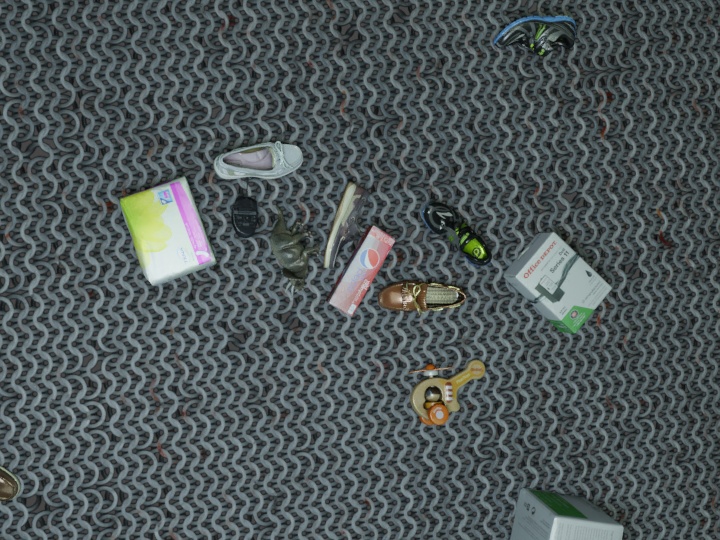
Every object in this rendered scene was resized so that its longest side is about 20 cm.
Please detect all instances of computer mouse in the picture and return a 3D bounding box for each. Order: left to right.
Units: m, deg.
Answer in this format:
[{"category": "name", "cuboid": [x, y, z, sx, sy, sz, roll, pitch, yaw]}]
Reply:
[{"category": "computer mouse", "cuboid": [-0.255, -0.170, 1.588, 0.058, 0.034, 0.201, 4, 84, -22]}]

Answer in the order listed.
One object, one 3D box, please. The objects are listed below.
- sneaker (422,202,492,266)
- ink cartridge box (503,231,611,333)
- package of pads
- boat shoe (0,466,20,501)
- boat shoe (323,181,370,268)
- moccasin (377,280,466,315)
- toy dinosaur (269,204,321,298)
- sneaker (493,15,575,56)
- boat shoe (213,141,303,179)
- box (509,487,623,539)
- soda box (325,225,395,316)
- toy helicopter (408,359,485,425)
[{"category": "sneaker", "cuboid": [0.227, -0.086, 1.637, 0.199, 0.083, 0.071, 42, 85, -7]}, {"category": "ink cartridge box", "cuboid": [0.457, 0.026, 1.676, 0.200, 0.083, 0.147, 42, 84, -7]}, {"category": "package of pads", "cuboid": [-0.414, -0.082, 1.542, 0.154, 0.068, 0.201, -21, 94, -8]}, {"category": "boat shoe", "cuboid": [-0.811, 0.430, 1.486, 0.202, 0.075, 0.075, 25, 87, -9]}, {"category": "boat shoe", "cuboid": [-0.031, -0.096, 1.603, 0.065, 0.072, 0.201, 18, 83, -4]}, {"category": "moccasin", "cuboid": [0.139, 0.063, 1.629, 0.200, 0.078, 0.074, 5, 90, -9]}, {"category": "toy dinosaur", "cuboid": [-0.153, -0.049, 1.581, 0.102, 0.077, 0.201, -28, 98, -14]}, {"category": "sneaker", "cuboid": [0.405, -0.535, 1.654, 0.199, 0.071, 0.083, -8, 86, -12]}, {"category": "boat shoe", "cuboid": [-0.215, -0.239, 1.558, 0.201, 0.065, 0.075, -8, 88, -24]}, {"category": "box", "cuboid": [0.458, 0.629, 1.631, 0.170, 0.199, 0.201, 12, 89, -10]}, {"category": "soda box", "cuboid": [0.000, 0.000, 1.609, 0.063, 0.070, 0.201, 31, 87, -8]}, {"category": "toy helicopter", "cuboid": [0.199, 0.259, 1.658, 0.199, 0.079, 0.133, -30, 87, -18]}]
